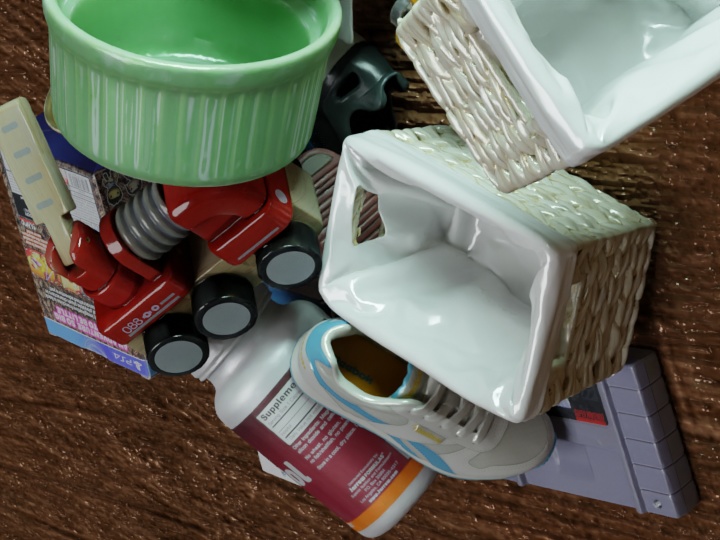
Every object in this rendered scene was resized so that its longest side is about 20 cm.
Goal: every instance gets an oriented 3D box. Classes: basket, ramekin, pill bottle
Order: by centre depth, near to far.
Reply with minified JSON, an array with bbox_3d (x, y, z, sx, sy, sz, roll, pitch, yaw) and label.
[{"bbox_3d":[0.139,-0.148,1.349,0.136,0.200,0.123,57,155,1],"label":"basket"},{"bbox_3d":[-0.116,-0.140,1.577,0.200,0.199,0.098,34,130,35],"label":"ramekin"},{"bbox_3d":[0.087,-0.008,1.597,0.200,0.123,0.136,31,123,36],"label":"basket"},{"bbox_3d":[-0.034,0.096,1.747,0.200,0.113,0.113,40,148,-5],"label":"pill bottle"}]

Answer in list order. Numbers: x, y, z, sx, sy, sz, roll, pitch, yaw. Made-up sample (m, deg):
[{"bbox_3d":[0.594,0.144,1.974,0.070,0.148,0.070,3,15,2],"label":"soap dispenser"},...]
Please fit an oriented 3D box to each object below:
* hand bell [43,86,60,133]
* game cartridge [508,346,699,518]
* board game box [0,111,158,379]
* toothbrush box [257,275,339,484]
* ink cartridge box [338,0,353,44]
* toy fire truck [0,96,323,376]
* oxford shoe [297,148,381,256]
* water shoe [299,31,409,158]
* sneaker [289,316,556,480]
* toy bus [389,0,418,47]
[{"bbox_3d":[-0.150,-0.079,1.836,0.104,0.104,0.200,19,153,46],"label":"hand bell"},{"bbox_3d":[0.151,0.105,1.712,0.200,0.038,0.130,7,126,52],"label":"game cartridge"},{"bbox_3d":[-0.216,-0.031,2.049,0.159,0.097,0.201,20,132,46],"label":"board game box"},{"bbox_3d":[-0.027,0.078,1.886,0.146,0.085,0.201,15,127,46],"label":"toothbrush box"},{"bbox_3d":[-0.018,-0.268,1.602,0.116,0.067,0.201,37,141,31],"label":"ink cartridge box"},{"bbox_3d":[-0.151,-0.047,1.634,0.176,0.200,0.129,-37,44,25],"label":"toy fire truck"},{"bbox_3d":[0.000,0.000,1.741,0.201,0.070,0.075,60,162,-13],"label":"oxford shoe"},{"bbox_3d":[-0.016,-0.086,1.749,0.079,0.071,0.200,38,146,20],"label":"water shoe"},{"bbox_3d":[0.049,0.093,1.666,0.199,0.077,0.081,21,166,-9],"label":"sneaker"},{"bbox_3d":[0.077,-0.213,1.504,0.065,0.078,0.201,41,144,25],"label":"toy bus"}]
